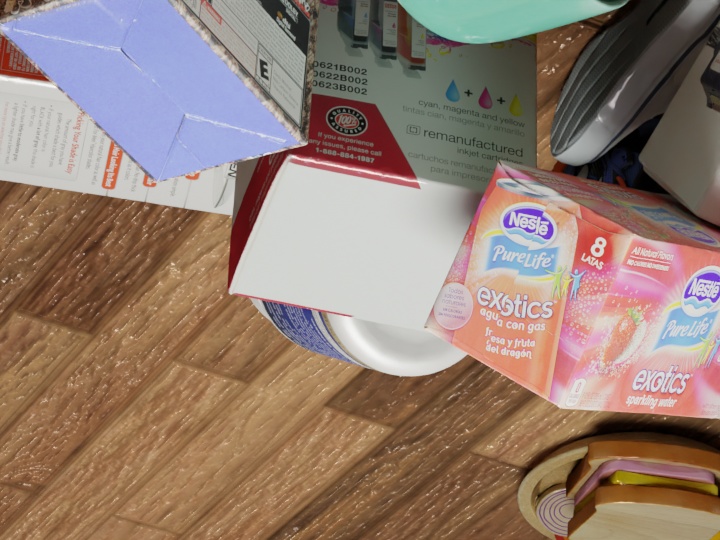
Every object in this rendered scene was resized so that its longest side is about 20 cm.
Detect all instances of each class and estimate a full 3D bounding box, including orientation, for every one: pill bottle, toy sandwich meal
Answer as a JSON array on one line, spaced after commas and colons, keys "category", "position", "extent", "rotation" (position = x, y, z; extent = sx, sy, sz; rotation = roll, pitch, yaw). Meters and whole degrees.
[{"category": "pill bottle", "position": [0.000, 0.000, 1.791], "extent": [0.115, 0.116, 0.200], "rotation": [17, 177, -21]}, {"category": "toy sandwich meal", "position": [0.213, 0.188, 2.176], "extent": [0.204, 0.071, 0.206], "rotation": [2, 148, 1]}]

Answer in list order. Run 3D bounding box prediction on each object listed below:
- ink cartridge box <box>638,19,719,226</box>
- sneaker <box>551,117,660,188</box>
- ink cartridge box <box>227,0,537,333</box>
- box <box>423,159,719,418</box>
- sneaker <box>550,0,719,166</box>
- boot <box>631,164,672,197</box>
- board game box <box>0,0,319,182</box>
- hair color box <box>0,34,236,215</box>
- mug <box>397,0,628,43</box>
[{"category": "ink cartridge box", "position": [0.271, -0.104, 1.601], "extent": [0.144, 0.084, 0.201], "rotation": [23, 106, -28]}, {"category": "sneaker", "position": [0.153, -0.036, 1.735], "extent": [0.075, 0.200, 0.078], "rotation": [40, 119, -18]}, {"category": "ink cartridge box", "position": [0.014, -0.092, 1.630], "extent": [0.144, 0.201, 0.145], "rotation": [10, 145, -11]}, {"category": "box", "position": [0.137, 0.012, 1.544], "extent": [0.094, 0.103, 0.200], "rotation": [29, -169, 30]}, {"category": "sneaker", "position": [0.181, -0.117, 1.692], "extent": [0.070, 0.073, 0.200], "rotation": [20, 144, -19]}, {"category": "boot", "position": [0.262, -0.069, 1.695], "extent": [0.200, 0.070, 0.132], "rotation": [-45, 128, -8]}, {"category": "board game box", "position": [-0.098, -0.177, 1.501], "extent": [0.096, 0.201, 0.159], "rotation": [-13, 144, 25]}, {"category": "hair color box", "position": [-0.156, -0.100, 1.760], "extent": [0.199, 0.064, 0.111], "rotation": [10, 146, -8]}, {"category": "mug", "position": [0.072, -0.187, 1.513], "extent": [0.114, 0.153, 0.185], "rotation": [-13, 137, 27]}]
